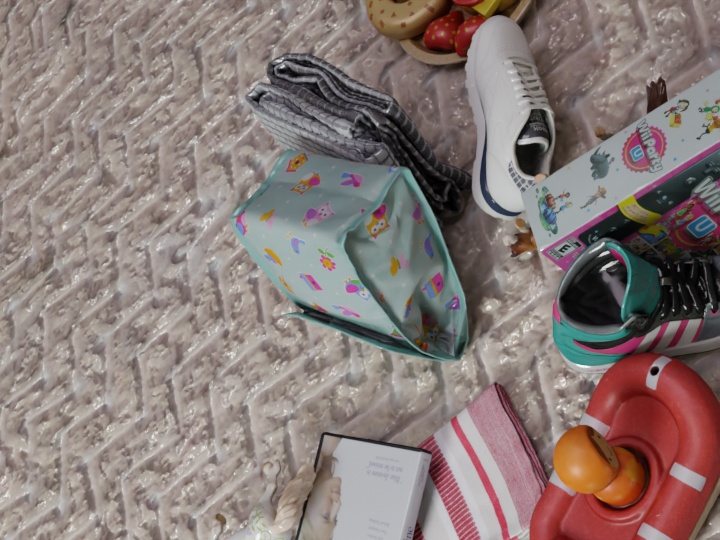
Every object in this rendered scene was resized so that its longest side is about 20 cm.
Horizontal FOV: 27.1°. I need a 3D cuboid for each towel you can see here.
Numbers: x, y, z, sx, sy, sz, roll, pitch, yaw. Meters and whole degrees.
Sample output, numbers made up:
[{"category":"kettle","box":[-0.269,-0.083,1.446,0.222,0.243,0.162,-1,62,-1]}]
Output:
[{"category":"towel","box":[0.074,0.210,1.320,0.200,0.023,0.145,-41,46,17]},{"category":"towel","box":[0.002,-0.122,1.456,0.199,0.166,0.086,28,74,44]}]

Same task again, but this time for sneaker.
[{"category":"sneaker","box":[0.148,-0.151,1.392,0.080,0.076,0.203,143,127,-59]},{"category":"sneaker","box":[0.238,0.014,1.189,0.198,0.121,0.084,-21,61,14]}]

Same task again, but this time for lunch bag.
[{"category":"lunch bag","box":[0.000,0.000,1.376,0.169,0.201,0.122,15,56,45]}]

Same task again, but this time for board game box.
[{"category":"board game box","box":[0.255,-0.059,1.216,0.199,0.147,0.065,-34,49,23]}]

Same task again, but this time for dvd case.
[{"category":"dvd case","box":[-0.011,0.252,1.351,0.142,0.017,0.202,2,75,49]}]

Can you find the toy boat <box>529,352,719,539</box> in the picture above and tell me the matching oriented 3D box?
[{"category":"toy boat","box":[0.197,0.156,1.164,0.130,0.130,0.202,25,85,45]}]

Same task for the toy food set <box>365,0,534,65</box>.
[{"category":"toy food set","box":[0.106,-0.306,1.544,0.199,0.048,0.200,-53,45,5]}]

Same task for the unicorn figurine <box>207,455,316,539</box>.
[{"category":"unicorn figurine","box":[-0.106,0.269,1.393,0.138,0.073,0.202,-87,17,-58]}]

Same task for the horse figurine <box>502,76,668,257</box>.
[{"category":"horse figurine","box":[0.202,-0.078,1.306,0.199,0.132,0.050,-40,69,8]}]
